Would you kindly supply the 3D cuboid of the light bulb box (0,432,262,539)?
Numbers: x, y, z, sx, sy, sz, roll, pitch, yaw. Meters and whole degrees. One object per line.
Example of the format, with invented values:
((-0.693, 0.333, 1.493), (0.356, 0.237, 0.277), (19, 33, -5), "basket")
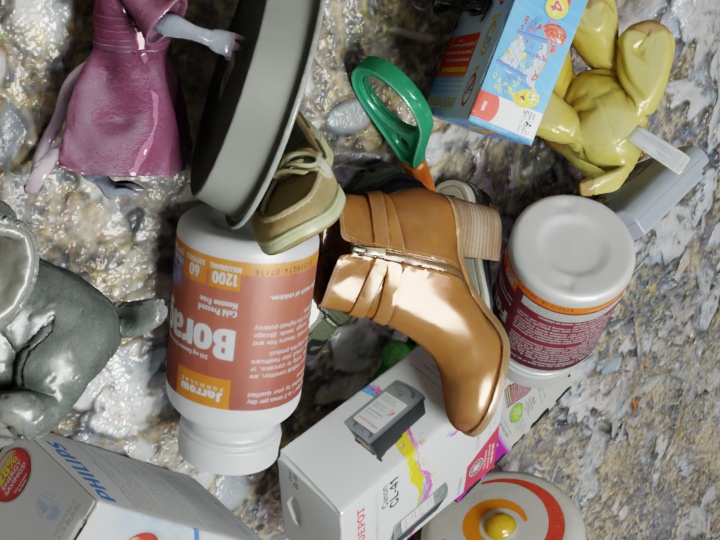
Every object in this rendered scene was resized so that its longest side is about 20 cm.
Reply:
((-0.211, 0.253, 0.845), (0.200, 0.125, 0.199), (32, 87, -49), "light bulb box")

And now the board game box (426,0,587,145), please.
((0.127, -0.210, 0.899), (0.056, 0.200, 0.197), (19, 98, -10), "board game box")

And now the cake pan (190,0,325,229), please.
((-0.075, -0.130, 0.755), (0.037, 0.200, 0.201), (16, 99, -17), "cake pan")

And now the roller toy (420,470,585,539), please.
((0.159, 0.320, 1.204), (0.182, 0.199, 0.140), (-46, 136, -37), "roller toy")

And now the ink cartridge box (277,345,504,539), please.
((0.030, 0.168, 0.968), (0.200, 0.086, 0.148), (-36, 146, -27), "ink cartridge box")

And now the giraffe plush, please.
((0.228, -0.153, 1.060), (0.172, 0.200, 0.162), (-38, 172, 2), "giraffe plush")

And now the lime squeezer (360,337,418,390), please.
((0.032, 0.065, 1.056), (0.070, 0.038, 0.201), (10, 103, -46), "lime squeezer")

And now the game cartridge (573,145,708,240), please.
((0.249, -0.059, 1.109), (0.133, 0.200, 0.042), (-36, 96, -24), "game cartridge")

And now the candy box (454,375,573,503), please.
((0.135, 0.131, 1.172), (0.200, 0.061, 0.137), (-39, 130, -23), "candy box")

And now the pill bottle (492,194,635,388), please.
((0.182, 0.028, 1.035), (0.114, 0.114, 0.200), (-40, 159, -23), "pill bottle")

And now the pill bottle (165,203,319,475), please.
((-0.097, 0.055, 0.867), (0.112, 0.112, 0.201), (-11, 116, -41), "pill bottle")

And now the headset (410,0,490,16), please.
((0.050, -0.297, 0.850), (0.123, 0.094, 0.201), (-32, 121, -29), "headset")

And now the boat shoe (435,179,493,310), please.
((0.108, 0.014, 1.047), (0.063, 0.072, 0.201), (2, 84, -48), "boat shoe")

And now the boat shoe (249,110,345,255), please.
((-0.055, -0.074, 0.798), (0.073, 0.201, 0.063), (-26, 113, 12), "boat shoe")

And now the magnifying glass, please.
((0.041, -0.111, 0.959), (0.022, 0.079, 0.200), (-47, 146, -14), "magnifying glass")

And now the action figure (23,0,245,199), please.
((-0.158, -0.161, 0.730), (0.148, 0.134, 0.201), (-5, 117, -13), "action figure")

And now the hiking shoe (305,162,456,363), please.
((0.000, 0.000, 0.944), (0.076, 0.100, 0.201), (38, 82, -47), "hiking shoe")

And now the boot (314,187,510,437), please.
((0.037, 0.033, 0.875), (0.154, 0.074, 0.201), (4, 79, -28), "boot")

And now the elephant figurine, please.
((-0.255, 0.008, 0.689), (0.201, 0.141, 0.155), (61, 35, -25), "elephant figurine")
